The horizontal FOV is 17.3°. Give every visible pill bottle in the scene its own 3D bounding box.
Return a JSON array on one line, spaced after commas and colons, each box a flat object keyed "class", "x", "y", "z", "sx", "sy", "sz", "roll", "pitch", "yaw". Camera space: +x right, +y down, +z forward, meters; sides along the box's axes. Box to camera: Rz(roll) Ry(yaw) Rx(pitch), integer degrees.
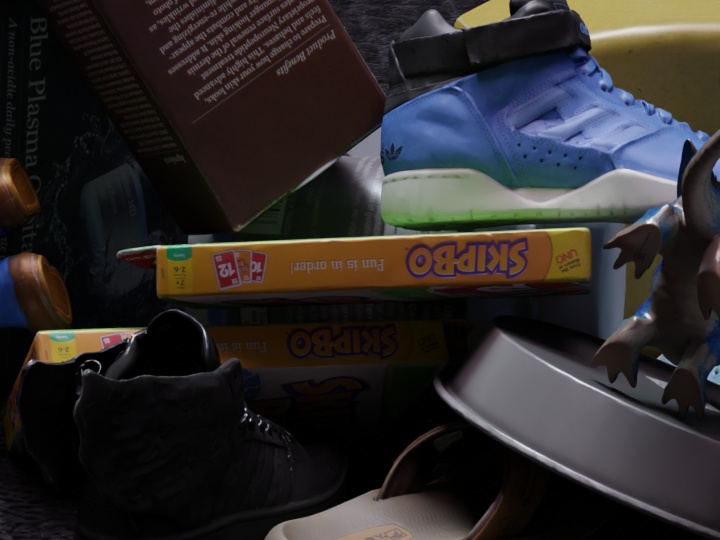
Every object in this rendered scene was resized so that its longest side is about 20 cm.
[{"class": "pill bottle", "x": 0.025, "y": 0.002, "z": 1.149, "sx": 0.199, "sy": 0.114, "sz": 0.114, "roll": 3, "pitch": 16, "yaw": 13}]

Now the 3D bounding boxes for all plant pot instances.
[{"class": "plant pot", "x": 0.146, "y": -0.061, "z": 1.260, "sx": 0.199, "sy": 0.196, "sz": 0.194, "roll": 3, "pitch": 17, "yaw": -10}]

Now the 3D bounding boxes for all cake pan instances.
[{"class": "cake pan", "x": 0.129, "y": 0.069, "z": 1.009, "sx": 0.200, "sy": 0.037, "sz": 0.200, "roll": 21, "pitch": 8, "yaw": -3}]

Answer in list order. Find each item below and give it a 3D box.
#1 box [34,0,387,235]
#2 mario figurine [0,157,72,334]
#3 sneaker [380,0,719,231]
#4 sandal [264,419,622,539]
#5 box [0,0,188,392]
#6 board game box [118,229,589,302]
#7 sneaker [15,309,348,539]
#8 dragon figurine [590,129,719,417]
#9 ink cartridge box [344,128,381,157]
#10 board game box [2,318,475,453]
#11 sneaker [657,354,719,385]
[{"class": "box", "x": -0.083, "y": -0.125, "z": 1.073, "sx": 0.100, "sy": 0.200, "sz": 0.075, "roll": -37, "pitch": 13, "yaw": -22}, {"class": "mario figurine", "x": -0.233, "y": 0.017, "z": 1.063, "sx": 0.199, "sy": 0.106, "sz": 0.124, "roll": -18, "pitch": 47, "yaw": 3}, {"class": "sneaker", "x": 0.108, "y": -0.076, "z": 1.063, "sx": 0.199, "sy": 0.112, "sz": 0.077, "roll": -1, "pitch": -5, "yaw": 6}, {"class": "sandal", "x": 0.041, "y": 0.092, "z": 0.985, "sx": 0.200, "sy": 0.054, "sz": 0.080, "roll": -12, "pitch": 23, "yaw": -43}, {"class": "box", "x": -0.163, "y": -0.059, "z": 1.181, "sx": 0.117, "sy": 0.197, "sz": 0.200, "roll": 18, "pitch": 21, "yaw": 36}, {"class": "board game box", "x": 0.000, "y": 0.000, "z": 1.033, "sx": 0.199, "sy": 0.030, "sz": 0.096, "roll": 0, "pitch": -4, "yaw": 6}, {"class": "sneaker", "x": -0.065, "y": 0.064, "z": 0.963, "sx": 0.060, "sy": 0.105, "sz": 0.200, "roll": 14, "pitch": 19, "yaw": 31}, {"class": "dragon figurine", "x": 0.142, "y": -0.011, "z": 0.942, "sx": 0.059, "sy": 0.200, "sz": 0.099, "roll": 22, "pitch": 45, "yaw": 22}, {"class": "ink cartridge box", "x": 0.020, "y": -0.063, "z": 1.385, "sx": 0.116, "sy": 0.068, "sz": 0.200, "roll": 14, "pitch": 4, "yaw": 29}, {"class": "board game box", "x": -0.053, "y": 0.051, "z": 1.055, "sx": 0.199, "sy": 0.030, "sz": 0.096, "roll": -4, "pitch": -22, "yaw": -20}, {"class": "sneaker", "x": 0.212, "y": 0.052, "z": 1.109, "sx": 0.074, "sy": 0.082, "sz": 0.200, "roll": -6, "pitch": 17, "yaw": -33}]
